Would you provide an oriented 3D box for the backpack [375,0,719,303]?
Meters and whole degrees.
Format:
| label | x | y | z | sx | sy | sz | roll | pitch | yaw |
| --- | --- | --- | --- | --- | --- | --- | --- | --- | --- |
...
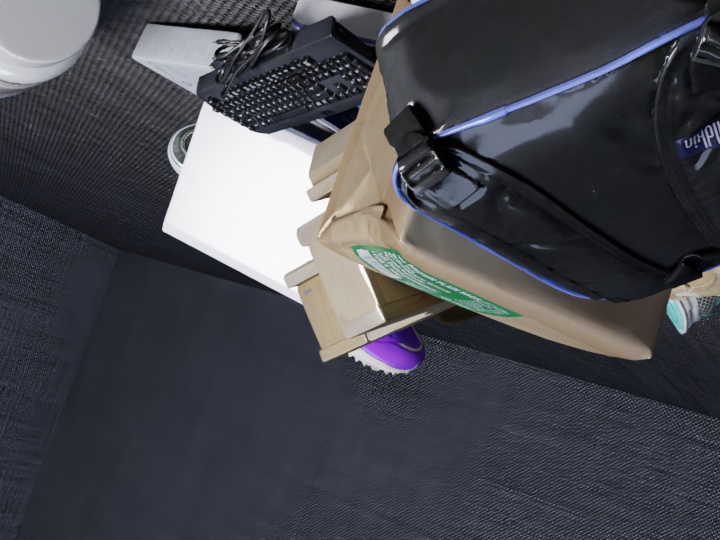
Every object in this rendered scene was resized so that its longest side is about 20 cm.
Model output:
| label | x | y | z | sx | sy | sz | roll | pitch | yaw |
| --- | --- | --- | --- | --- | --- | --- | --- | --- | --- |
| backpack | 0.127 | -0.083 | 0.544 | 0.183 | 0.147 | 0.200 | -23 | 144 | 31 |

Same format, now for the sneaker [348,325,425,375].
| label | x | y | z | sx | sy | sz | roll | pitch | yaw |
| --- | --- | --- | --- | --- | --- | --- | --- | --- | --- |
| sneaker | 0.000 | 0.000 | 1.007 | 0.200 | 0.100 | 0.070 | 47 | -152 | -3 |

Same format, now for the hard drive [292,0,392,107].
| label | x | y | z | sx | sy | sz | roll | pitch | yaw |
| --- | --- | --- | --- | --- | --- | --- | --- | --- | --- |
| hard drive | 0.042 | -0.141 | 0.866 | 0.132 | 0.025 | 0.200 | 16 | 173 | 19 |

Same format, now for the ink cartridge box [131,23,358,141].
| label | x | y | z | sx | sy | sz | roll | pitch | yaw |
| --- | --- | --- | --- | --- | --- | --- | --- | --- | --- |
| ink cartridge box | -0.070 | -0.152 | 1.008 | 0.200 | 0.041 | 0.200 | 20 | 176 | 45 |

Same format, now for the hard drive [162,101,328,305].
| label | x | y | z | sx | sy | sz | roll | pitch | yaw |
| --- | --- | --- | --- | --- | --- | --- | --- | --- | --- |
| hard drive | -0.063 | -0.051 | 0.972 | 0.200 | 0.132 | 0.025 | 27 | -161 | 15 |

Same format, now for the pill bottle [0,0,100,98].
| label | x | y | z | sx | sy | sz | roll | pitch | yaw |
| --- | --- | --- | --- | --- | --- | --- | --- | --- | --- |
| pill bottle | -0.283 | -0.204 | 0.924 | 0.114 | 0.114 | 0.200 | 22 | 172 | -27 |

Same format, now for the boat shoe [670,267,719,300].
| label | x | y | z | sx | sy | sz | roll | pitch | yaw |
| --- | --- | --- | --- | --- | --- | --- | --- | --- | --- |
| boat shoe | 0.257 | -0.005 | 0.953 | 0.065 | 0.072 | 0.200 | -22 | -179 | -5 |

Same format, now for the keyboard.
| label | x | y | z | sx | sy | sz | roll | pitch | yaw |
| --- | --- | --- | --- | --- | --- | --- | --- | --- | --- |
| keyboard | -0.063 | -0.131 | 0.827 | 0.104 | 0.040 | 0.200 | 33 | 157 | -27 |

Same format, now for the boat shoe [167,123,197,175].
| label | x | y | z | sx | sy | sz | roll | pitch | yaw |
| --- | --- | --- | --- | --- | --- | --- | --- | --- | --- |
| boat shoe | -0.085 | -0.104 | 1.059 | 0.200 | 0.072 | 0.071 | 12 | 168 | 6 |

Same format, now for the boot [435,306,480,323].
| label | x | y | z | sx | sy | sz | roll | pitch | yaw |
| --- | --- | --- | --- | --- | --- | --- | --- | --- | --- |
| boot | 0.068 | -0.040 | 1.054 | 0.072 | 0.155 | 0.200 | -20 | 165 | 9 |

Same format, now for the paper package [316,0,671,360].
| label | x | y | z | sx | sy | sz | roll | pitch | yaw |
| --- | --- | --- | --- | --- | --- | --- | --- | --- | --- |
| paper package | 0.103 | -0.064 | 0.693 | 0.200 | 0.191 | 0.103 | 23 | 169 | -28 |

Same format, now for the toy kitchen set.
| label | x | y | z | sx | sy | sz | roll | pitch | yaw |
| --- | --- | --- | --- | --- | --- | --- | --- | --- | --- |
| toy kitchen set | -0.023 | -0.026 | 0.829 | 0.200 | 0.163 | 0.180 | -28 | 172 | 41 |

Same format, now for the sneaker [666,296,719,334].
| label | x | y | z | sx | sy | sz | roll | pitch | yaw |
| --- | --- | --- | --- | --- | --- | --- | --- | --- | --- |
| sneaker | 0.337 | 0.008 | 1.122 | 0.078 | 0.091 | 0.200 | 59 | -166 | -3 |
